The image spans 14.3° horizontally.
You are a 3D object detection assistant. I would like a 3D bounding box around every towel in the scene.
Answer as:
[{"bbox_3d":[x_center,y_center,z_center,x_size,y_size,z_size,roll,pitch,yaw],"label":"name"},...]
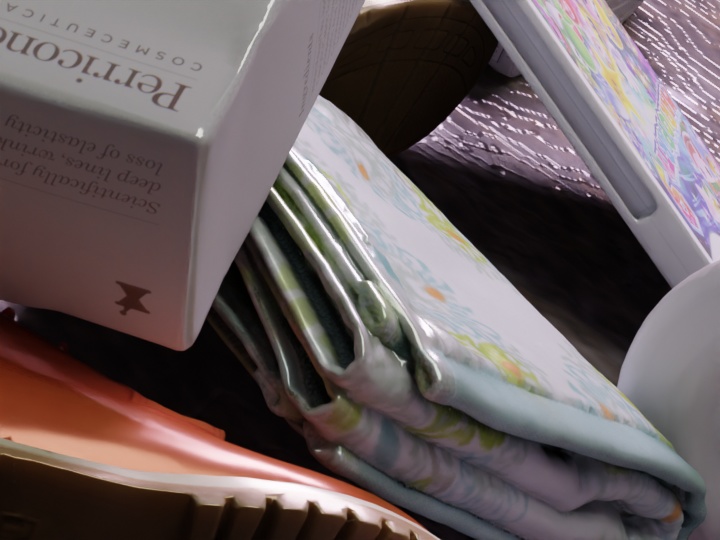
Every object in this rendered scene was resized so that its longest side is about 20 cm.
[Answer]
[{"bbox_3d":[0.000,0.000,0.763,0.171,0.048,0.200,50,10,29],"label":"towel"}]

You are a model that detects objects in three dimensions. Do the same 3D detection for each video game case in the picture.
[{"bbox_3d":[0.071,-0.076,0.964,0.200,0.018,0.143,54,15,-11],"label":"video game case"}]

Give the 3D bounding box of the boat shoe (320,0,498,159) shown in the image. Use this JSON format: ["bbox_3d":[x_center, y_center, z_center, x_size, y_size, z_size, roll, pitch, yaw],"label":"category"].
[{"bbox_3d":[-0.032,-0.073,0.890,0.200,0.072,0.065,-10,47,-49],"label":"boat shoe"}]

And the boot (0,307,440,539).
[{"bbox_3d":[-0.062,0.047,0.646,0.200,0.075,0.107,19,24,-25],"label":"boot"}]

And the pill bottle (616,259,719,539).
[{"bbox_3d":[0.169,0.035,0.881,0.111,0.111,0.200,43,28,20],"label":"pill bottle"}]

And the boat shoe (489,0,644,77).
[{"bbox_3d":[0.083,-0.136,1.124,0.071,0.072,0.200,43,29,10],"label":"boat shoe"}]

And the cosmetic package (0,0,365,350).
[{"bbox_3d":[-0.048,-0.086,0.673,0.102,0.074,0.200,17,49,8],"label":"cosmetic package"}]
